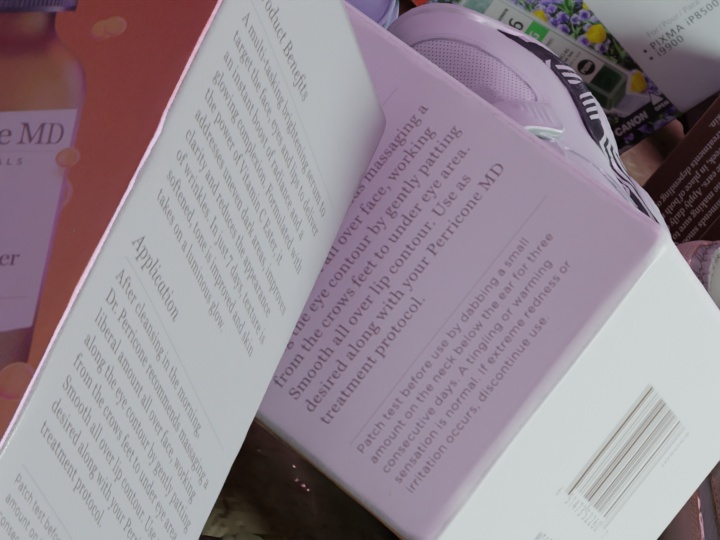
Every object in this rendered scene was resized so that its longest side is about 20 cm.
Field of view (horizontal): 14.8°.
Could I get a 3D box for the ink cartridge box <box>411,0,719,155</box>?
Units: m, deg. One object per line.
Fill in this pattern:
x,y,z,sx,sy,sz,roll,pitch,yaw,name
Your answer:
0.070,-0.142,1.141,0.200,0.109,0.050,46,28,-21,ink cartridge box

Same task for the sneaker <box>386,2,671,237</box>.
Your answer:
0.058,-0.028,1.034,0.200,0.075,0.115,56,16,20,sneaker

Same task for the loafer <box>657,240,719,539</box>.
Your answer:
0.128,0.077,0.937,0.072,0.063,0.200,40,47,-45,loafer

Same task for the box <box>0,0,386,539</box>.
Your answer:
-0.106,-0.003,0.672,0.152,0.106,0.200,11,59,22,box

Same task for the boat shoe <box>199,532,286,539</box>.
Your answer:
-0.060,0.149,0.705,0.066,0.072,0.201,7,47,3,boat shoe

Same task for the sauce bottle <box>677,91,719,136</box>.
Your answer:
0.191,-0.039,1.230,0.200,0.066,0.066,48,31,17,sauce bottle

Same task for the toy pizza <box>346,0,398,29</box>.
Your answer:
-0.073,-0.148,1.119,0.200,0.032,0.200,27,33,-19,toy pizza

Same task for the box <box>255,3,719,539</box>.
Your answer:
0.000,0.000,0.814,0.200,0.106,0.152,37,-3,27,box

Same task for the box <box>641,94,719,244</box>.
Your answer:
0.198,0.024,1.115,0.075,0.100,0.200,0,48,-47,box
